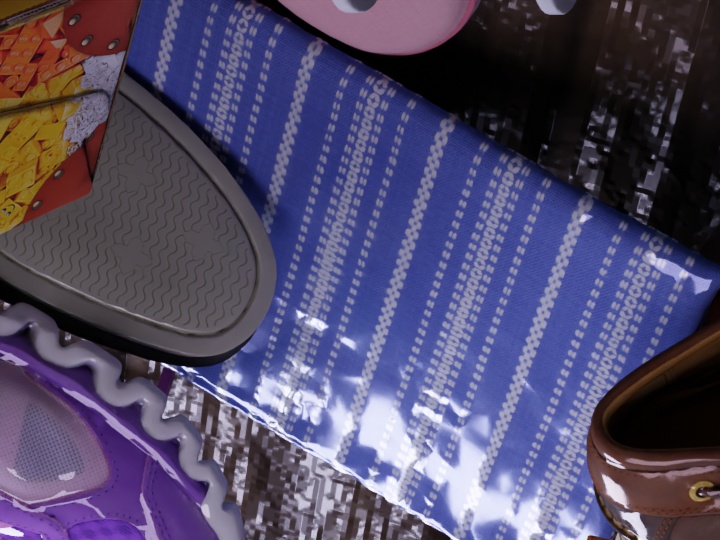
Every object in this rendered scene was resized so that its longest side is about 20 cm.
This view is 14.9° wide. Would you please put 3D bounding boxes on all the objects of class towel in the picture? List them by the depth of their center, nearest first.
[{"bbox_3d":[0.000,0.000,0.788,0.199,0.024,0.145,31,136,15],"label":"towel"}]

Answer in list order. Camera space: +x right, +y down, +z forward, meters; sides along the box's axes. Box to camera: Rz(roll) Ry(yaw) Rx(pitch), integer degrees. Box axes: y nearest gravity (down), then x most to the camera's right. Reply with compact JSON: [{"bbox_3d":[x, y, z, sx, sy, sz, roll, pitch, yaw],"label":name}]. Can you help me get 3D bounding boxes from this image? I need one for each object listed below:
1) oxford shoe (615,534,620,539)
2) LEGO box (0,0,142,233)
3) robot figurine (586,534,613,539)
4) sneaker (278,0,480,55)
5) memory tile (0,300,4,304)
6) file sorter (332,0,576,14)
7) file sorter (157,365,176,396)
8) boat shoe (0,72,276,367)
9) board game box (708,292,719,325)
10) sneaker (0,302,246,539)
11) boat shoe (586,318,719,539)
[{"bbox_3d":[0.106,0.113,0.840,0.200,0.074,0.071,44,166,-20],"label":"oxford shoe"},{"bbox_3d":[-0.172,-0.083,0.658,0.200,0.148,0.077,48,142,22],"label":"LEGO box"},{"bbox_3d":[0.146,0.147,0.790,0.199,0.146,0.058,14,-179,-20],"label":"robot figurine"},{"bbox_3d":[-0.039,-0.110,0.674,0.075,0.105,0.201,-13,128,28],"label":"sneaker"},{"bbox_3d":[-0.202,-0.003,0.804,0.199,0.154,0.017,23,142,-4],"label":"memory tile"},{"bbox_3d":[0.089,-0.134,0.586,0.198,0.125,0.139,2,134,19],"label":"file sorter"},{"bbox_3d":[-0.143,0.101,0.895,0.125,0.139,0.201,19,136,-2],"label":"file sorter"},{"bbox_3d":[-0.111,-0.031,0.792,0.199,0.072,0.068,28,158,10],"label":"boat shoe"},{"bbox_3d":[0.208,0.038,0.781,0.199,0.020,0.103,-7,129,26],"label":"board game box"},{"bbox_3d":[-0.123,0.042,0.747,0.200,0.089,0.080,39,154,-12],"label":"sneaker"},{"bbox_3d":[0.149,0.018,0.700,0.199,0.072,0.068,-28,138,7],"label":"boat shoe"}]
